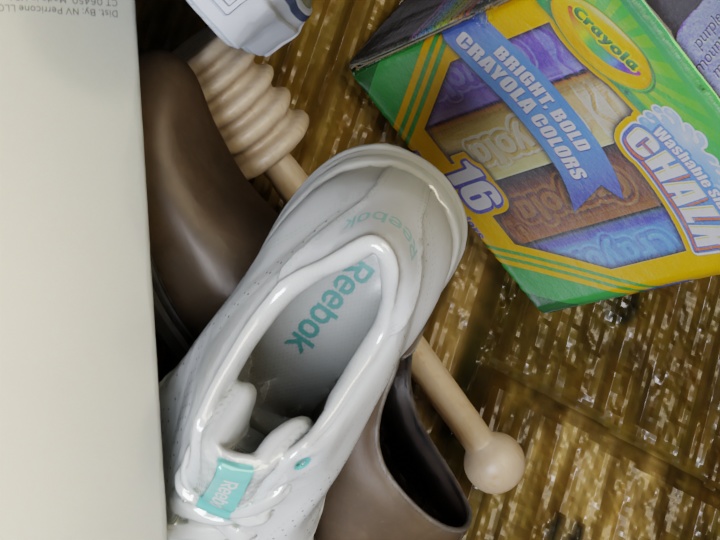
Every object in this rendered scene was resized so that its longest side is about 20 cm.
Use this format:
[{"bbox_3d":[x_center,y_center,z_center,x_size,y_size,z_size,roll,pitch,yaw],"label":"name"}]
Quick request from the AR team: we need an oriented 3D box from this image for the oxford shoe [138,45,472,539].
[{"bbox_3d":[-0.021,0.010,0.724,0.201,0.084,0.073,62,23,-13],"label":"oxford shoe"}]

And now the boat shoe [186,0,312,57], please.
[{"bbox_3d":[-0.027,-0.108,0.684,0.062,0.200,0.072,-36,102,5],"label":"boat shoe"}]

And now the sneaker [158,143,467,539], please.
[{"bbox_3d":[-0.038,0.057,0.658,0.075,0.089,0.201,27,108,-1],"label":"sneaker"}]

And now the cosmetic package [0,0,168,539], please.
[{"bbox_3d":[-0.114,-0.005,0.665,0.073,0.103,0.201,0,82,-30],"label":"cosmetic package"}]

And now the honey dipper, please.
[{"bbox_3d":[0.000,0.000,0.778,0.038,0.038,0.200,-48,111,-28],"label":"honey dipper"}]

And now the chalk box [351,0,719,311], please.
[{"bbox_3d":[0.117,-0.081,0.756,0.124,0.200,0.124,51,61,-16],"label":"chalk box"}]
